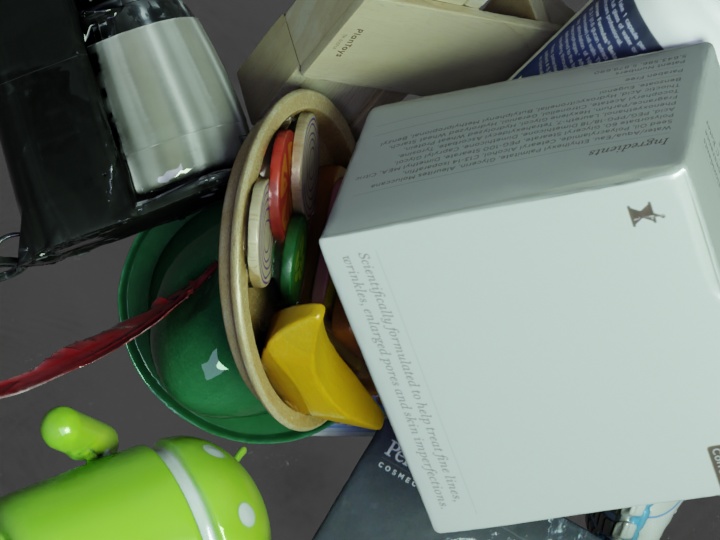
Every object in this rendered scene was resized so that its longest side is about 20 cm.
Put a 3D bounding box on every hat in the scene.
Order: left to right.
[{"bbox_3d":[-0.080,0.047,1.602,0.200,0.176,0.166,-37,96,15],"label":"hat"}]

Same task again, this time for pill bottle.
[{"bbox_3d":[0.166,-0.111,1.542,0.111,0.111,0.200,37,125,-13],"label":"pill bottle"}]

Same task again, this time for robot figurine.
[{"bbox_3d":[-0.140,0.167,1.661,0.199,0.116,0.176,-19,67,-20],"label":"robot figurine"}]

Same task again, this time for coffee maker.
[{"bbox_3d":[-0.167,-0.113,1.564,0.191,0.135,0.201,-19,87,-11],"label":"coffee maker"}]

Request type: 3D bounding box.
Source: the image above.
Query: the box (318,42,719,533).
[{"bbox_3d":[0.110,0.012,1.491,0.199,0.131,0.200,-10,120,20],"label":"box"}]

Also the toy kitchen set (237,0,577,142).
[{"bbox_3d":[0.035,-0.196,1.620,0.163,0.181,0.200,8,141,-34],"label":"toy kitchen set"}]

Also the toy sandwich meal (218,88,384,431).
[{"bbox_3d":[-0.010,-0.002,1.552,0.070,0.205,0.206,1,106,23],"label":"toy sandwich meal"}]

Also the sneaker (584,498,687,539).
[{"bbox_3d":[0.199,0.103,1.714,0.086,0.075,0.201,15,105,-19],"label":"sneaker"}]

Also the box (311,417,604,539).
[{"bbox_3d":[0.048,0.224,1.647,0.196,0.117,0.201,29,77,8],"label":"box"}]

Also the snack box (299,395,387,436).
[{"bbox_3d":[0.000,0.000,1.690,0.071,0.024,0.201,0,104,-6],"label":"snack box"}]
